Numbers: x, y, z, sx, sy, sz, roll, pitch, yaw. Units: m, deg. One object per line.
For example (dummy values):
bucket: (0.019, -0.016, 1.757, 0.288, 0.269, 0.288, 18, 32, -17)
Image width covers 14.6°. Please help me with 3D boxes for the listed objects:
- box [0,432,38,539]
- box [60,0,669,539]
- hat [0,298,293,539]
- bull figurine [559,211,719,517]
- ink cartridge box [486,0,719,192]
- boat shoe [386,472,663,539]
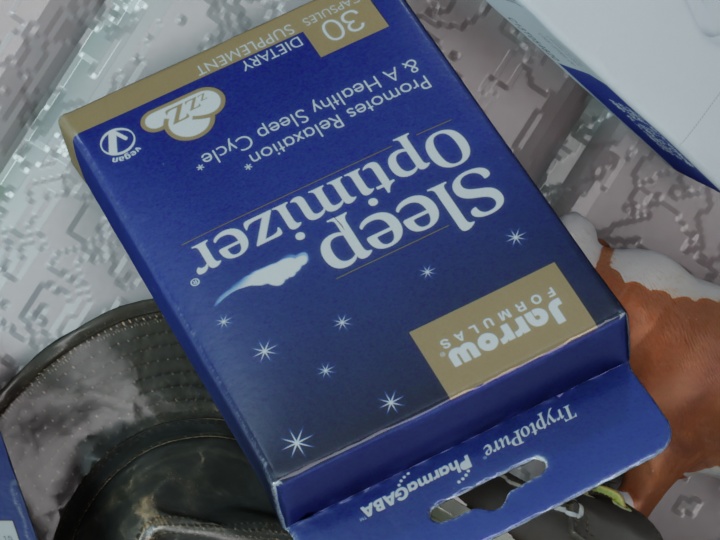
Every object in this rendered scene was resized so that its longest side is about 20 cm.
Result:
box: (-0.160, 0.082, 0.853, 0.121, 0.200, 0.032, 1, 127, -24)
box: (0.000, 0.000, 0.883, 0.121, 0.200, 0.032, -26, 146, -11)
hat: (-0.045, 0.111, 0.936, 0.200, 0.081, 0.201, -2, 98, -13)
bull figurine: (0.127, 0.054, 0.983, 0.200, 0.065, 0.122, 13, 100, -10)
ink cartridge box: (0.119, -0.154, 0.927, 0.200, 0.041, 0.200, 36, 87, -41)
boat shoe: (0.074, 0.107, 0.924, 0.201, 0.072, 0.061, 39, 57, -21)
